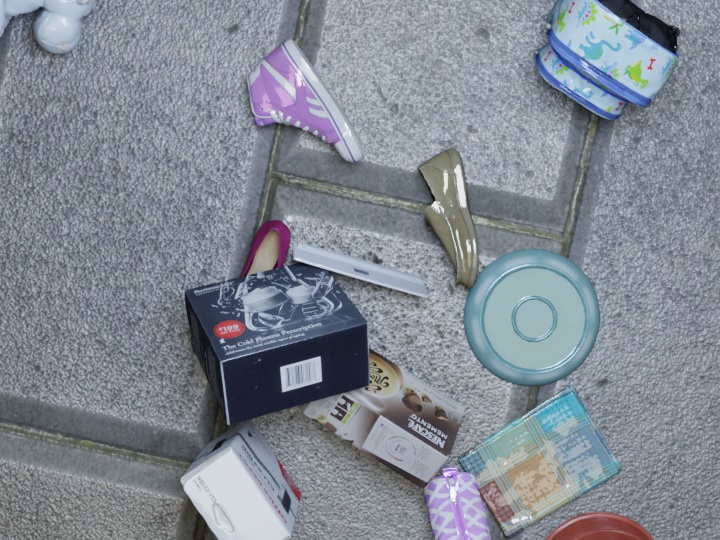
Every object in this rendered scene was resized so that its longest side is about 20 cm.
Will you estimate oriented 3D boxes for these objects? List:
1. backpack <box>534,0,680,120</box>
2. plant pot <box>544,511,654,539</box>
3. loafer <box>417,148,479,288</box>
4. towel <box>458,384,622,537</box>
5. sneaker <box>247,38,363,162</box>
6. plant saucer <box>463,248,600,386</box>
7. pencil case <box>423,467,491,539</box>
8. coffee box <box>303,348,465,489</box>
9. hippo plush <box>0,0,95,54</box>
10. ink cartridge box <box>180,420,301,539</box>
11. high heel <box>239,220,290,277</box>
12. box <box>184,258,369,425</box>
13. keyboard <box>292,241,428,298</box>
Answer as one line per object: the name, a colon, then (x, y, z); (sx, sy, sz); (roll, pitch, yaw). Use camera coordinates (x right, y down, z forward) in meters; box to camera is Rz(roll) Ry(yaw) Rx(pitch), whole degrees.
backpack: (0.329, -0.292, 1.296); (0.183, 0.200, 0.147); (32, 113, -2)
plant pot: (0.351, 0.460, 1.333); (0.200, 0.195, 0.202); (0, 93, 1)
loafer: (0.125, -0.071, 1.377); (0.067, 0.076, 0.201); (-10, 83, 2)
towel: (0.262, 0.281, 1.414); (0.200, 0.022, 0.147); (-32, 91, 3)
sneaker: (-0.085, -0.215, 1.377); (0.114, 0.073, 0.201); (-36, 81, 6)
plant saucer: (0.249, 0.069, 1.401); (0.199, 0.027, 0.201); (0, 93, 2)
pencil case: (0.145, 0.376, 1.350); (0.083, 0.086, 0.201); (-8, 61, -10)
coffee box: (0.036, 0.197, 1.358); (0.200, 0.113, 0.080); (32, 126, 0)
hippo plush: (-0.459, -0.393, 1.356); (0.160, 0.159, 0.201); (11, 110, -29)
ink cartridge box: (-0.159, 0.300, 1.333); (0.084, 0.200, 0.145); (-34, 92, 3)
high heel: (-0.150, 0.024, 1.371); (0.067, 0.096, 0.201); (15, 93, 1)
box: (-0.113, 0.088, 1.289); (0.199, 0.182, 0.105); (-14, 122, -19)
keyboard: (0.000, 0.000, 1.368); (0.199, 0.056, 0.011); (16, 117, -12)
